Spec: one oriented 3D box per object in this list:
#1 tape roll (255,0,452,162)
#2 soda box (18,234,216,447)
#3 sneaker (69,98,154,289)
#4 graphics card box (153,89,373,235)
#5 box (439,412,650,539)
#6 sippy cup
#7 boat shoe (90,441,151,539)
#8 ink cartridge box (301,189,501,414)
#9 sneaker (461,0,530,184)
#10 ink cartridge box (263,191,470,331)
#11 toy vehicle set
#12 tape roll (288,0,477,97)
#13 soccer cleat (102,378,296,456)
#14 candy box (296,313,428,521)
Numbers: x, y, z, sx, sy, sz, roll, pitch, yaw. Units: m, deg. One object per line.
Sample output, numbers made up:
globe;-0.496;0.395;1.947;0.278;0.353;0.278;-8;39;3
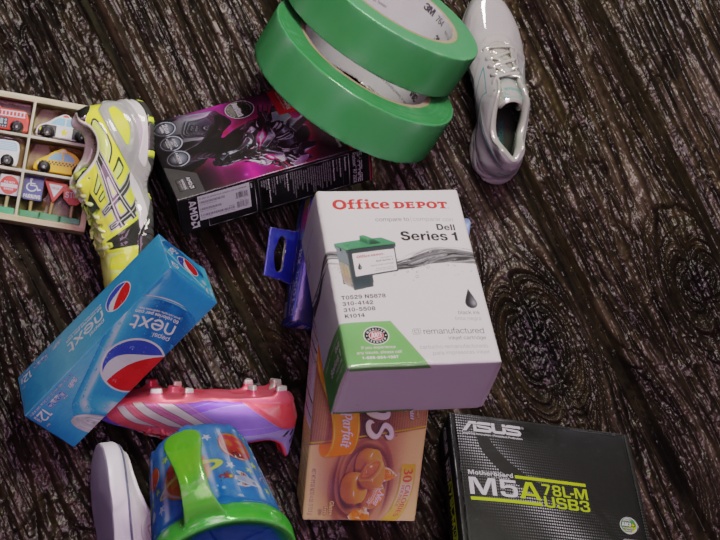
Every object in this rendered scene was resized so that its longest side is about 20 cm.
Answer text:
tape roll;-0.005;-0.186;1.365;0.200;0.201;0.048;31;115;-8
soda box;-0.229;0.066;1.310;0.200;0.068;0.064;-45;123;9
sneaker;-0.243;-0.064;1.351;0.076;0.075;0.202;-1;87;-28
graphics card box;-0.101;-0.116;1.379;0.199;0.051;0.126;-17;47;-12
box;0.184;0.238;1.388;0.199;0.048;0.194;9;46;-11
sippy cup;-0.139;0.219;1.305;0.139;0.178;0.131;8;41;-28
boat shoe;-0.212;0.260;1.344;0.065;0.073;0.201;-10;90;-29
ink cartridge box;0.033;0.025;1.288;0.145;0.085;0.201;-2;54;-14
sneaker;0.149;-0.195;1.462;0.070;0.080;0.202;-5;84;-11
ink cartridge box;0.000;0.000;1.411;0.199;0.076;0.137;9;82;-10
toy vehicle set;-0.358;-0.112;1.365;0.199;0.027;0.125;9;82;-12
tape roll;0.021;-0.251;1.382;0.200;0.201;0.048;32;116;-8
soccer cleat;-0.160;0.147;1.367;0.199;0.067;0.077;-1;96;-13
candy box;0.004;0.143;1.367;0.115;0.055;0.201;2;107;-11
